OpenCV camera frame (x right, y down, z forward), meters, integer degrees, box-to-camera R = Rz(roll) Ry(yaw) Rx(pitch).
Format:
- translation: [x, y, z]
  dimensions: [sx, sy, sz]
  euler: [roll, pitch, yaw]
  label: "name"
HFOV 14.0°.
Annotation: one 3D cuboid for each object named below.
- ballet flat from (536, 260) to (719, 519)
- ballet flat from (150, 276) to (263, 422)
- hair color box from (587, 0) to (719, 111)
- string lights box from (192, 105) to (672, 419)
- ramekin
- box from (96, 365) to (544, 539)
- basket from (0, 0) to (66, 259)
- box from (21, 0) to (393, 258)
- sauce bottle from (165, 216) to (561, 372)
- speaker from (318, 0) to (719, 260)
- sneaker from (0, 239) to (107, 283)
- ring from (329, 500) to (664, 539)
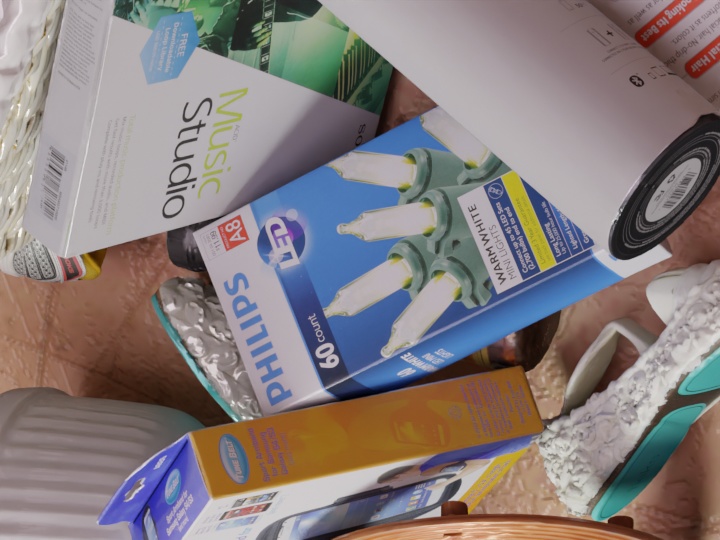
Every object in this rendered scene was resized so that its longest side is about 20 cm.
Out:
- translation: [0.145, 0.041, 1.382]
  dimensions: [0.072, 0.072, 0.200]
  euler: [43, 125, 4]
  label: "ballet flat"
- translation: [-0.027, 0.075, 1.504]
  dimensions: [0.072, 0.072, 0.200]
  euler: [-29, 100, 33]
  label: "ballet flat"
- translation: [0.159, -0.143, 1.307]
  dimensions: [0.111, 0.064, 0.200]
  euler: [-39, 89, 34]
  label: "hair color box"
- translation: [0.033, -0.013, 1.374]
  dimensions: [0.200, 0.059, 0.103]
  euler: [-27, 72, 13]
  label: "string lights box"
- translation: [-0.131, 0.160, 1.513]
  dimensions: [0.105, 0.200, 0.201]
  euler: [-1, 111, 17]
  label: "ramekin"
- translation: [-0.023, 0.102, 1.402]
  dimensions: [0.042, 0.199, 0.119]
  euler: [68, 154, 20]
  label: "box"
- translation: [-0.224, -0.116, 1.369]
  dimensions: [0.200, 0.161, 0.199]
  euler: [30, 112, 13]
  label: "basket"
- translation: [-0.061, -0.093, 1.361]
  dimensions: [0.036, 0.200, 0.145]
  euler: [35, 125, 32]
  label: "box"
- translation: [0.000, 0.000, 1.452]
  dimensions: [0.199, 0.066, 0.066]
  euler: [14, 117, 24]
  label: "sauce bottle"
- translation: [0.068, -0.097, 1.302]
  dimensions: [0.200, 0.081, 0.081]
  euler: [42, 125, 23]
  label: "speaker"
- translation: [-0.140, -0.084, 1.492]
  dimensions: [0.082, 0.078, 0.200]
  euler: [16, 119, -6]
  label: "sneaker"
- translation: [0.065, 0.148, 1.431]
  dimensions: [0.200, 0.200, 0.019]
  euler: [-16, 61, 32]
  label: "ring"
